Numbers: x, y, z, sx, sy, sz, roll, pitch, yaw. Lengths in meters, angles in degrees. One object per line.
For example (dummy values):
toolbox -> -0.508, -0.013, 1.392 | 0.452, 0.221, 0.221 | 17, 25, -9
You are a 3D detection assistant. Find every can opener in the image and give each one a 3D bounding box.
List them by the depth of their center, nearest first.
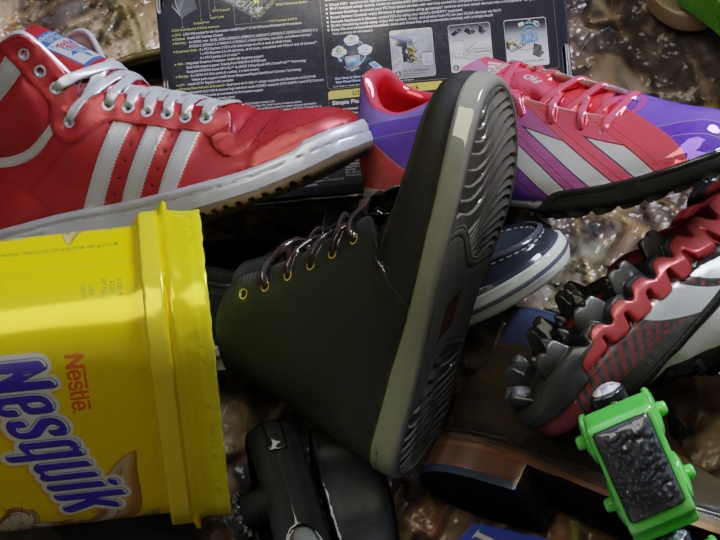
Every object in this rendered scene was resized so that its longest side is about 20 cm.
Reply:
can opener -> -0.015, 0.156, 1.057 | 0.078, 0.063, 0.200 | -13, 60, 2

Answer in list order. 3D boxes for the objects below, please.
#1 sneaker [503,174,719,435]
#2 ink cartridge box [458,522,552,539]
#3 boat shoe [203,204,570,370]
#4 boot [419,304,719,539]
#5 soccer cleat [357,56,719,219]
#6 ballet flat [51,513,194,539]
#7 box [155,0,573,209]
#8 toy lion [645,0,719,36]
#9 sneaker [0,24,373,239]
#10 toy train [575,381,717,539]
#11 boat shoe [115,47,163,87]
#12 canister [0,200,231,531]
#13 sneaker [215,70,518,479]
sneaker -> 0.152, 0.019, 1.047 | 0.200, 0.071, 0.098 | -40, 97, -23
ink cartridge box -> 0.042, 0.185, 0.983 | 0.094, 0.044, 0.200 | 9, 34, 30
boat shoe -> 0.000, 0.000, 1.130 | 0.200, 0.062, 0.075 | -10, 16, 8
boot -> 0.133, 0.077, 1.069 | 0.200, 0.075, 0.097 | 14, 67, 19
soccer cleat -> 0.079, -0.062, 1.050 | 0.200, 0.068, 0.073 | -4, 101, 40
ballet flat -> -0.147, 0.061, 1.131 | 0.073, 0.073, 0.200 | -31, 61, -7
box -> 0.001, -0.115, 1.149 | 0.200, 0.049, 0.162 | -6, 92, 2
toy lion -> 0.253, -0.141, 1.181 | 0.191, 0.069, 0.200 | -18, 60, -9
sneaker -> -0.098, -0.074, 1.096 | 0.200, 0.071, 0.113 | -15, 90, 19
toy train -> 0.143, 0.140, 0.986 | 0.042, 0.056, 0.200 | -24, 98, 5
boat shoe -> -0.036, -0.092, 1.198 | 0.200, 0.063, 0.073 | -12, 59, 3
canister -> -0.161, 0.052, 1.020 | 0.200, 0.149, 0.087 | -6, 45, -3
sneaker -> -0.003, -0.009, 1.031 | 0.106, 0.200, 0.075 | 25, 32, 17
